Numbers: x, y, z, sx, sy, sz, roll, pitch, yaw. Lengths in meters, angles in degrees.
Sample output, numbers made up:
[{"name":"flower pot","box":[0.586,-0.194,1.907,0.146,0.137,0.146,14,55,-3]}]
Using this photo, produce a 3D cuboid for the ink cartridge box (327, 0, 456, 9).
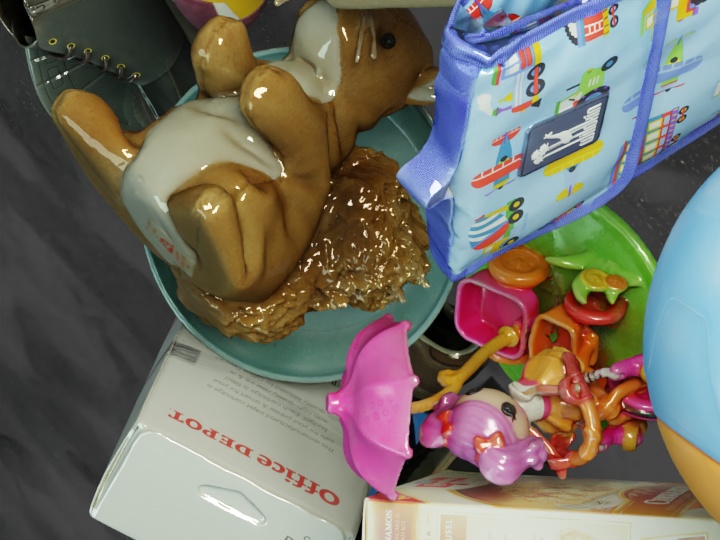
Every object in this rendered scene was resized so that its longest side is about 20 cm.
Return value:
[{"name":"ink cartridge box","box":[0.011,-0.226,0.999,0.165,0.075,0.200,9,132,55]}]

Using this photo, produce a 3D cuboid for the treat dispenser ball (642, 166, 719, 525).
[{"name":"treat dispenser ball","box":[0.214,0.031,0.849,0.201,0.201,0.201,40,154,24]}]

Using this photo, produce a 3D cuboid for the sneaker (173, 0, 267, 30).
[{"name":"sneaker","box":[-0.064,-0.188,1.184,0.090,0.075,0.200,45,157,26]}]

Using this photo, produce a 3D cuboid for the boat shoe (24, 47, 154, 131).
[{"name":"boat shoe","box":[-0.184,-0.128,1.487,0.065,0.074,0.202,59,177,48]}]

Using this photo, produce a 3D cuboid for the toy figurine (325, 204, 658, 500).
[{"name":"toy figurine","box":[0.076,0.065,1.120,0.200,0.184,0.150,30,132,32]}]

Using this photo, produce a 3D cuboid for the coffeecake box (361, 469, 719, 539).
[{"name":"coffeecake box","box":[0.119,0.153,1.139,0.200,0.153,0.073,1,91,19]}]

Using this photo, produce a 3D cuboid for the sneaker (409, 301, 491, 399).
[{"name":"sneaker","box":[0.000,0.000,1.326,0.200,0.070,0.076,35,136,-13]}]

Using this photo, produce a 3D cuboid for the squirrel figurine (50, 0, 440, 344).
[{"name":"squirrel figurine","box":[-0.033,-0.062,1.178,0.141,0.187,0.200,30,155,43]}]

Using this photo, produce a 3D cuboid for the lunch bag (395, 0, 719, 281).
[{"name":"lunch bag","box":[0.089,-0.093,0.893,0.094,0.200,0.151,42,155,21]}]

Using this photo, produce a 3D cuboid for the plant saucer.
[{"name":"plant saucer","box":[-0.032,-0.034,1.267,0.200,0.200,0.036,51,-163,2]}]

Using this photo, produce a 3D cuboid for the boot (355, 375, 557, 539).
[{"name":"boot","box":[0.081,0.162,1.299,0.138,0.200,0.077,47,132,0]}]

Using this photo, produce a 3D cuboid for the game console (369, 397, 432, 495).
[{"name":"game console","box":[0.025,0.166,1.481,0.200,0.172,0.119,82,168,-48]}]

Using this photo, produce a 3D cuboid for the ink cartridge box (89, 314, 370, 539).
[{"name":"ink cartridge box","box":[-0.067,0.100,1.305,0.146,0.200,0.083,28,120,-5]}]

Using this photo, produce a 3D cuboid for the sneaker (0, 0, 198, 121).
[{"name":"sneaker","box":[-0.167,-0.144,1.387,0.075,0.106,0.200,20,141,49]}]
